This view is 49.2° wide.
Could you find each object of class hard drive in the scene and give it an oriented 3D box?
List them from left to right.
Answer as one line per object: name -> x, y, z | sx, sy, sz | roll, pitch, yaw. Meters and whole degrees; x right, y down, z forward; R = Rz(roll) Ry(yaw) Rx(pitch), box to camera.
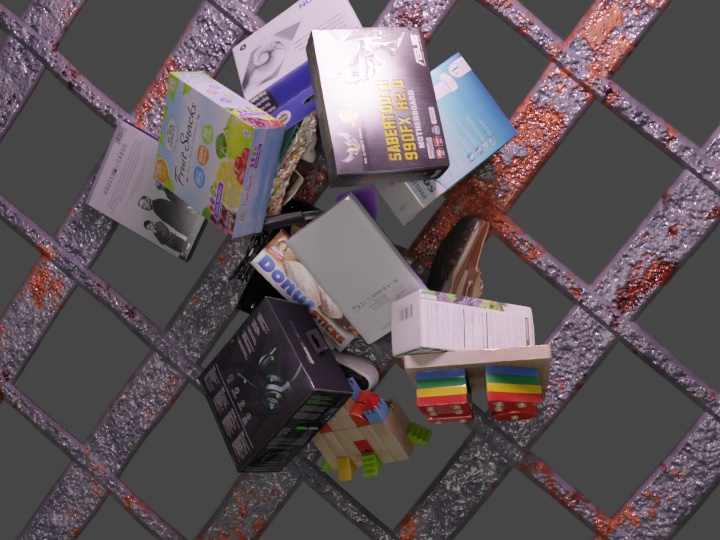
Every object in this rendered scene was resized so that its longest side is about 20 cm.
hard drive -> 0.000, 0.000, 1.153 | 0.131, 0.025, 0.201 | -33, 104, 28

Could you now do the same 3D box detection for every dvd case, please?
dvd case -> -0.332, -0.128, 1.270 | 0.197, 0.025, 0.152 | 29, 100, 6

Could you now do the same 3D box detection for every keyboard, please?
keyboard -> -0.136, -0.023, 1.250 | 0.103, 0.040, 0.203 | 26, 98, -18

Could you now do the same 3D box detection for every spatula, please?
spatula -> -0.070, -0.080, 1.164 | 0.195, 0.021, 0.058 | -9, 112, 5

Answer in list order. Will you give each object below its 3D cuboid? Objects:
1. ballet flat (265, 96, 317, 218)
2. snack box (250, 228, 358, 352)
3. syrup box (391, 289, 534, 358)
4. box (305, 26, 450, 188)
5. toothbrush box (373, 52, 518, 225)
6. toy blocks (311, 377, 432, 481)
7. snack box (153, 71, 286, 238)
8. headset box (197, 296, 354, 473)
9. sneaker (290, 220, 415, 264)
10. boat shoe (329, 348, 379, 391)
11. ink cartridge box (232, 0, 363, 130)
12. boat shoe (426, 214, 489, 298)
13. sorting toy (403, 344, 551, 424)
ballet flat -> -0.106, -0.162, 1.175 | 0.063, 0.076, 0.202 | 24, 107, -25
snack box -> -0.076, 0.032, 1.223 | 0.072, 0.024, 0.200 | -44, 98, 8
syrup box -> 0.146, 0.087, 1.111 | 0.196, 0.078, 0.083 | 9, 71, -28
box -> 0.021, -0.215, 1.026 | 0.155, 0.048, 0.205 | -6, 76, -18
toothbrush box -> 0.100, -0.186, 1.113 | 0.199, 0.085, 0.147 | -39, 90, -23
toy blocks -> -0.011, 0.226, 1.185 | 0.197, 0.100, 0.138 | -18, 115, 35
snack box -> -0.210, -0.170, 1.139 | 0.199, 0.067, 0.172 | 35, 122, 32
headset box -> -0.125, 0.164, 1.155 | 0.201, 0.092, 0.175 | -49, 54, 21
sneaker -> -0.020, -0.008, 1.202 | 0.196, 0.067, 0.092 | 16, 110, 6
boat shoe -> -0.070, 0.157, 1.231 | 0.196, 0.066, 0.074 | 15, 98, 8
ink cartridge box -> -0.087, -0.311, 1.143 | 0.197, 0.041, 0.202 | -32, 50, 11
boat shoe -> 0.145, 0.017, 1.185 | 0.073, 0.076, 0.203 | 20, 103, -23
sorting toy -> 0.172, 0.171, 1.118 | 0.194, 0.200, 0.071 | -5, 69, 10
